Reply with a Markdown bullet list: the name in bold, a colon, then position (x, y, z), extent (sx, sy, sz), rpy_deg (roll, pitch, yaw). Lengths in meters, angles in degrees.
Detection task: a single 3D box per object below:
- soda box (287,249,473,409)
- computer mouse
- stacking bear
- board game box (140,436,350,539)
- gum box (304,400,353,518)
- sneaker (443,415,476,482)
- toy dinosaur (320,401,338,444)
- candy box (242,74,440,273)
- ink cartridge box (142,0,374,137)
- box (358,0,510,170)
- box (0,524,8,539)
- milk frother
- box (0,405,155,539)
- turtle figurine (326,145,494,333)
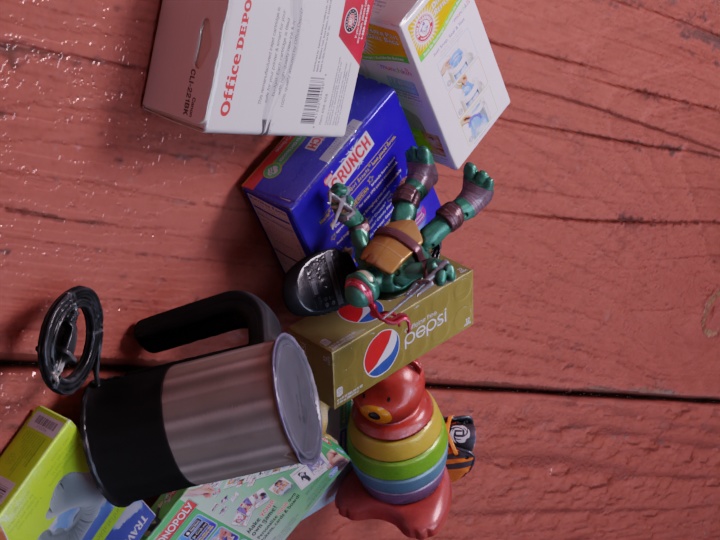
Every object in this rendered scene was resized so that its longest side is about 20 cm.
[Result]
- **soda box**: position (0.023, 0.053, 1.748), extent (0.199, 0.064, 0.068), rpy_deg (-30, 132, -37)
- **computer mouse**: position (0.000, 0.000, 1.714), extent (0.199, 0.034, 0.059), rpy_deg (-17, 95, -39)
- **stacking bear**: position (0.034, 0.160, 1.831), extent (0.201, 0.121, 0.114), rpy_deg (82, 30, -43)
- **board game box**: position (-0.120, 0.224, 1.719), extent (0.134, 0.029, 0.200), rpy_deg (36, 96, -35)
- **gum box**: position (-0.071, 0.177, 1.850), extent (0.199, 0.044, 0.171), rpy_deg (-25, 125, -45)
- **sneaker**: position (0.069, 0.164, 1.965), extent (0.201, 0.111, 0.078), rpy_deg (75, 14, -49)
- **toy dinosaur**: position (-0.049, 0.146, 1.778), extent (0.200, 0.058, 0.102), rpy_deg (-38, 131, -38)
- **candy box**: position (-0.012, -0.064, 1.768), extent (0.169, 0.077, 0.201), rpy_deg (-49, 141, -23)
- **ink cartridge box**: position (-0.089, -0.200, 1.601), extent (0.199, 0.083, 0.145), rpy_deg (-4, 110, -54)
- **box**: position (0.054, -0.214, 1.767), extent (0.102, 0.112, 0.200), rpy_deg (-51, 141, -23)
- **box**: position (-0.337, 0.250, 1.440), extent (0.124, 0.097, 0.201), rpy_deg (-28, 131, -15)
- **milk frother**: position (-0.157, 0.095, 1.545), extent (0.200, 0.187, 0.182), rpy_deg (33, 45, -69)
- **box**: position (-0.263, 0.225, 1.607), extent (0.122, 0.047, 0.200), rpy_deg (-55, 142, -20)
- **turtle figurine**: position (0.033, -0.029, 1.664), extent (0.200, 0.149, 0.101), rpy_deg (-49, 164, -34)
